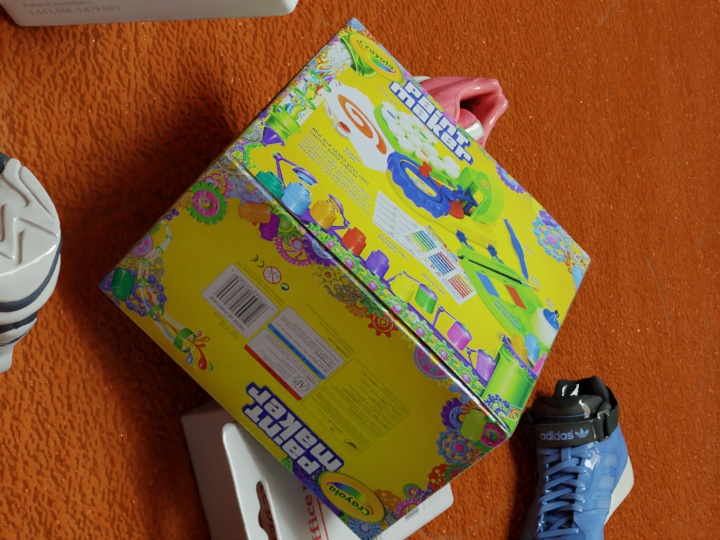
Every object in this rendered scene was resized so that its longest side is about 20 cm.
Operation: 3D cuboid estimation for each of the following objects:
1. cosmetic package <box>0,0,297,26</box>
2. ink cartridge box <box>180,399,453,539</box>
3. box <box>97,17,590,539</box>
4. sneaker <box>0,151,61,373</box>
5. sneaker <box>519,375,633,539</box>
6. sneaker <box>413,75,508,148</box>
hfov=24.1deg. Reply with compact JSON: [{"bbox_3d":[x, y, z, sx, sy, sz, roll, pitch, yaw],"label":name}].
[{"bbox_3d":[-0.121,-0.243,0.808,0.200,0.164,0.166,57,39,-57],"label":"cosmetic package"},{"bbox_3d":[-0.033,0.117,0.978,0.200,0.066,0.117,-22,100,-55],"label":"ink cartridge box"},{"bbox_3d":[0.000,0.000,0.924,0.200,0.122,0.193,45,34,-6],"label":"box"},{"bbox_3d":[-0.199,-0.037,0.767,0.079,0.130,0.199,-25,65,-31],"label":"sneaker"},{"bbox_3d":[0.145,0.151,1.218,0.200,0.076,0.112,-48,127,-54],"label":"sneaker"},{"bbox_3d":[0.034,-0.081,1.106,0.200,0.086,0.074,-51,122,-48],"label":"sneaker"}]
